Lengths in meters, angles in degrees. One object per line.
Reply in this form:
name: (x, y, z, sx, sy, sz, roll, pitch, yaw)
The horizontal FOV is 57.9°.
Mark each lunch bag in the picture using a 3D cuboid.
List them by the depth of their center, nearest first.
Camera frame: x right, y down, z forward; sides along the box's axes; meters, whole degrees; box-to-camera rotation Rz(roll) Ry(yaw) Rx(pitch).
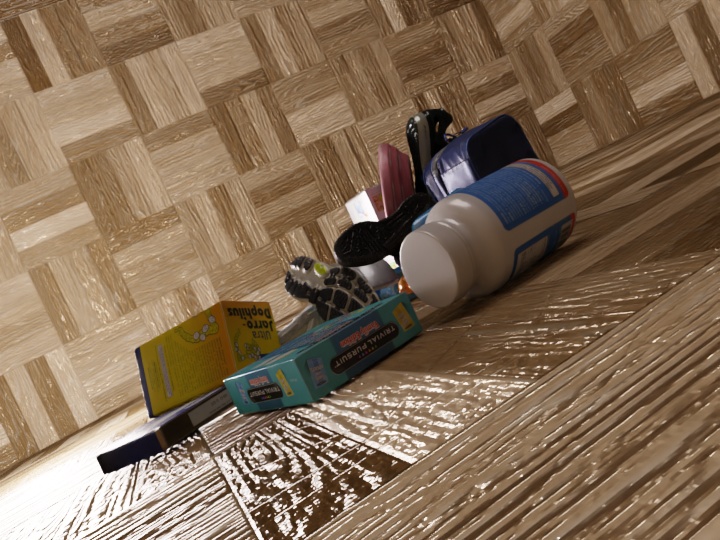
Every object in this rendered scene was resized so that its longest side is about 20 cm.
lunch bag: (0.187, -0.124, 0.978, 0.135, 0.203, 0.132, -33, 3, -33)

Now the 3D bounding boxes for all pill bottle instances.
pill bottle: (0.138, -0.040, 0.707, 0.198, 0.114, 0.112, -27, 2, -35)

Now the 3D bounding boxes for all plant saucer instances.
plant saucer: (0.069, -0.114, 1.097, 0.049, 0.206, 0.201, -8, 4, 6)

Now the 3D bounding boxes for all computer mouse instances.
computer mouse: (0.000, 0.000, 1.003, 0.107, 0.045, 0.199, -15, 7, -21)

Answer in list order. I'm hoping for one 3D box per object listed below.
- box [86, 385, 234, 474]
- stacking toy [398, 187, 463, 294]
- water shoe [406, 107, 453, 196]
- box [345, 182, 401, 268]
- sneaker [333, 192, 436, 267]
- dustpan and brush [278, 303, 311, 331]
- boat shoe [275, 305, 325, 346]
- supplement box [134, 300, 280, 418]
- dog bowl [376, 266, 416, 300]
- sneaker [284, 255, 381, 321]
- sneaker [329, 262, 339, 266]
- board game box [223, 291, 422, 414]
box: (-0.266, 0.215, 0.863, 0.198, 0.033, 0.120, -27, 1, 37)
stacking toy: (0.100, -0.008, 0.890, 0.115, 0.110, 0.200, -36, -6, -31)
water shoe: (0.129, -0.161, 1.057, 0.077, 0.204, 0.072, -19, 33, -10)
box: (0.071, -0.073, 1.298, 0.111, 0.204, 0.101, -25, 1, -27)
sneaker: (0.046, -0.042, 0.913, 0.197, 0.060, 0.105, -31, -21, -20)
dustpan and brush: (-0.140, 0.120, 1.274, 0.197, 0.058, 0.140, -28, 1, -7)
boat shoe: (-0.113, 0.106, 1.003, 0.073, 0.066, 0.200, -15, -6, -41)
supplement box: (-0.225, 0.132, 0.968, 0.197, 0.112, 0.108, -26, -16, 29)
dog bowl: (0.058, 0.027, 1.089, 0.110, 0.050, 0.199, -28, 1, -34)
sneaker: (-0.025, 0.031, 0.897, 0.079, 0.079, 0.199, 21, 7, -42)
sneaker: (-0.045, 0.037, 1.161, 0.070, 0.074, 0.200, -10, 10, 9)
board game box: (-0.047, 0.095, 0.711, 0.149, 0.048, 0.199, -28, 2, -34)
